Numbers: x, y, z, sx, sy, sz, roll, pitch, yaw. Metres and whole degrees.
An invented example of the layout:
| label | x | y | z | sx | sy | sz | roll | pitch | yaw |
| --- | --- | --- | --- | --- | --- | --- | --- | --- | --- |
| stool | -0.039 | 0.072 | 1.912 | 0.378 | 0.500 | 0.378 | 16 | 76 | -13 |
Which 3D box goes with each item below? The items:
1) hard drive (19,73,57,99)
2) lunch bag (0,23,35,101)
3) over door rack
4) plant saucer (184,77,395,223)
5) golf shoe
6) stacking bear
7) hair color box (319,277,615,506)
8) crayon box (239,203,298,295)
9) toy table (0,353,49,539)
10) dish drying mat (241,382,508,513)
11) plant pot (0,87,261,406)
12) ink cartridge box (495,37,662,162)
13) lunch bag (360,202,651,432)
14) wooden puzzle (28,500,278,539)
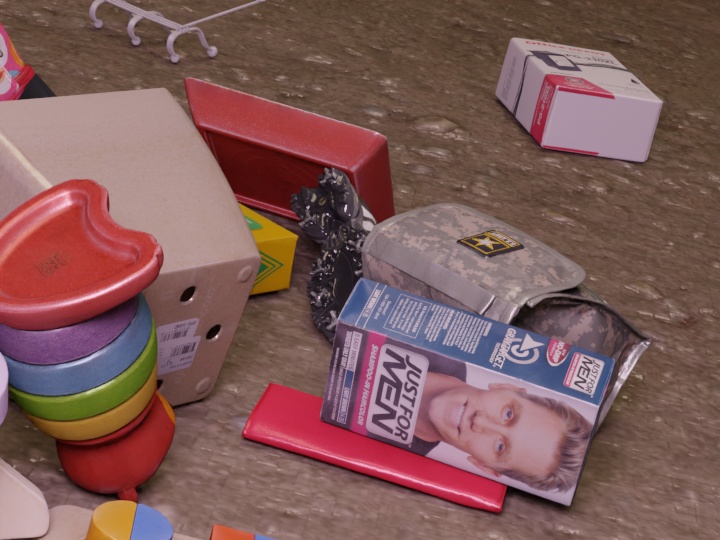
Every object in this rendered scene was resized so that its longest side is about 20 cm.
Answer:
| label | x | y | z | sx | sy | sz | roll | pitch | yaw |
| --- | --- | --- | --- | --- | --- | --- | --- | --- | --- |
| hard drive | -0.330 | -0.116 | 1.650 | 0.139 | 0.033 | 0.200 | -30 | 26 | -9 |
| lunch bag | -0.389 | -0.123 | 1.569 | 0.175 | 0.082 | 0.200 | -20 | 23 | 39 |
| over door rack | -0.219 | -0.329 | 2.300 | 0.147 | 0.067 | 0.200 | 25 | 45 | 29 |
| plant saucer | -0.068 | -0.095 | 1.736 | 0.198 | 0.037 | 0.200 | 17 | -21 | 11 |
| golf shoe | 0.000 | 0.000 | 1.608 | 0.094 | 0.077 | 0.201 | 44 | 26 | -41 |
| stacking bear | -0.176 | 0.063 | 1.194 | 0.113 | 0.201 | 0.121 | -29 | 43 | -20 |
| hair color box | 0.076 | 0.088 | 1.343 | 0.198 | 0.101 | 0.061 | 17 | 37 | 10 |
| crayon box | -0.184 | -0.034 | 1.615 | 0.172 | 0.059 | 0.199 | -8 | 29 | -45 |
| toy table | -0.277 | 0.111 | 1.094 | 0.182 | 0.118 | 0.200 | 1 | 18 | -8 |
| dish drying mat | 0.015 | 0.134 | 1.368 | 0.198 | 0.018 | 0.077 | 17 | 24 | 7 |
| plant pot | -0.190 | 0.001 | 1.360 | 0.199 | 0.201 | 0.177 | -11 | 42 | -46 |
| ink cartridge box | 0.270 | -0.216 | 2.296 | 0.143 | 0.085 | 0.200 | 7 | 22 | -16 |
| lunch bag | 0.111 | 0.028 | 1.462 | 0.164 | 0.118 | 0.200 | 31 | -1 | 39 |
| wooden puzzle | -0.109 | 0.198 | 1.096 | 0.198 | 0.047 | 0.186 | 11 | 22 | -4 |
